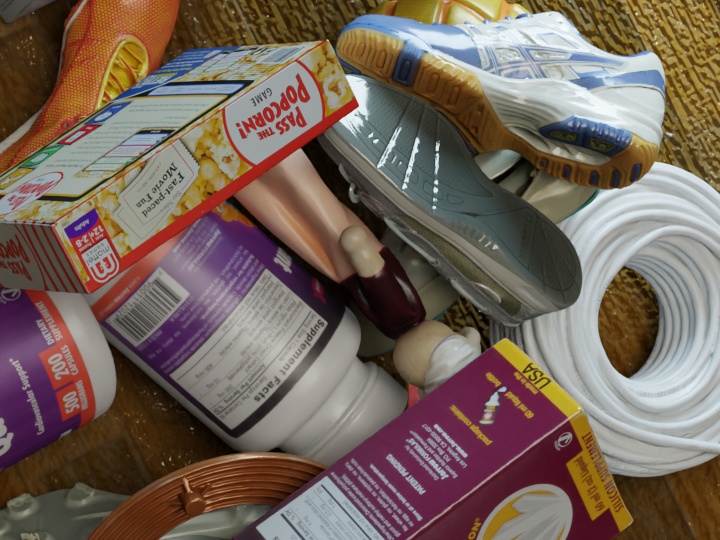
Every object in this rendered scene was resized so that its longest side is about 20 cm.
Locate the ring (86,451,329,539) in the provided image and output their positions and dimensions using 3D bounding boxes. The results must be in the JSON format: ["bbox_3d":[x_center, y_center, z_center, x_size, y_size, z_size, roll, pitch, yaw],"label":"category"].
[{"bbox_3d":[-0.078,0.191,1.550,0.200,0.019,0.201,-12,127,-16],"label":"ring"}]

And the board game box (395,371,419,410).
[{"bbox_3d":[0.066,0.165,1.670,0.095,0.030,0.200,5,84,-20],"label":"board game box"}]

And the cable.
[{"bbox_3d":[0.176,0.031,1.687,0.200,0.069,0.200,-2,88,-30],"label":"cable"}]

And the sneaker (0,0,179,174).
[{"bbox_3d":[-0.157,-0.096,1.587,0.073,0.077,0.200,38,75,-41],"label":"sneaker"}]

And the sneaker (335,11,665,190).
[{"bbox_3d":[0.085,-0.117,1.570,0.200,0.075,0.088,20,59,-5],"label":"sneaker"}]

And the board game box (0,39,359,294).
[{"bbox_3d":[-0.122,-0.060,1.474,0.200,0.151,0.046,-36,111,-27],"label":"board game box"}]

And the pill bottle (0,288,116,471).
[{"bbox_3d":[-0.248,0.075,1.518,0.200,0.112,0.113,-30,94,-21],"label":"pill bottle"}]

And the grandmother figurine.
[{"bbox_3d":[0.000,0.000,1.562,0.061,0.121,0.200,-40,85,9],"label":"grandmother figurine"}]

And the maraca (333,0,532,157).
[{"bbox_3d":[0.032,-0.119,1.645,0.200,0.137,0.107,-11,120,-18],"label":"maraca"}]

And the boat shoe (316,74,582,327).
[{"bbox_3d":[0.042,-0.036,1.553,0.202,0.065,0.074,37,45,-25],"label":"boat shoe"}]

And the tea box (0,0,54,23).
[{"bbox_3d":[-0.158,-0.286,1.588,0.200,0.134,0.197,-29,93,-21],"label":"tea box"}]

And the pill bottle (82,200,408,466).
[{"bbox_3d":[-0.071,0.039,1.589,0.200,0.111,0.111,42,71,-11],"label":"pill bottle"}]

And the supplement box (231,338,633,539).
[{"bbox_3d":[0.043,0.149,1.515,0.200,0.086,0.110,-36,133,-10],"label":"supplement box"}]

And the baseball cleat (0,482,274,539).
[{"bbox_3d":[-0.125,0.173,1.574,0.200,0.070,0.106,-7,125,1],"label":"baseball cleat"}]

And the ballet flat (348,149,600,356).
[{"bbox_3d":[0.056,-0.025,1.627,0.200,0.069,0.069,-38,98,11],"label":"ballet flat"}]
